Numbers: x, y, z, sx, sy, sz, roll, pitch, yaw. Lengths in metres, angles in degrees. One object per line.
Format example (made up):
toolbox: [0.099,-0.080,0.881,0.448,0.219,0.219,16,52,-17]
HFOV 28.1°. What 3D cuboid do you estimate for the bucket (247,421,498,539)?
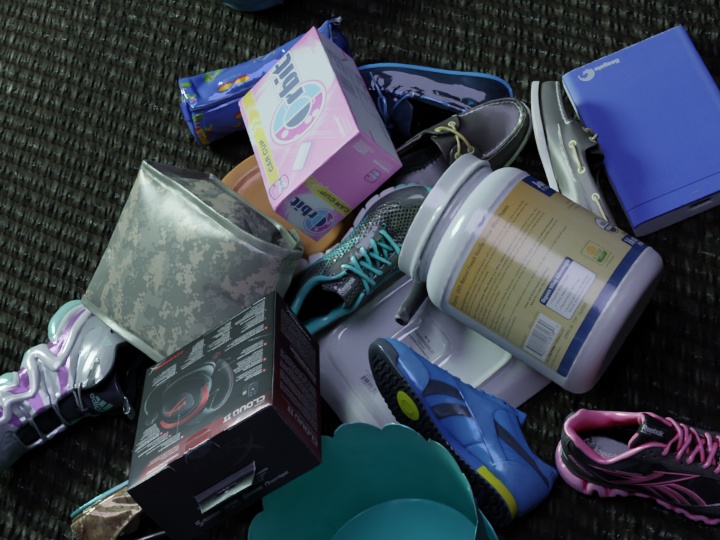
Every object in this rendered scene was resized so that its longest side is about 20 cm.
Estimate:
bucket: [0.018,0.242,1.183,0.206,0.135,0.208,-9,57,14]

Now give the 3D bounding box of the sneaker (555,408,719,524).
sneaker: [0.255,0.151,1.181,0.199,0.096,0.079,4,58,17]

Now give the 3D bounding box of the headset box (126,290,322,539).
headset box: [-0.112,0.127,1.210,0.148,0.075,0.200,-32,26,14]

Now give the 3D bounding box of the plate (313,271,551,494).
plate: [0.057,0.077,1.338,0.200,0.032,0.200,-37,55,-5]

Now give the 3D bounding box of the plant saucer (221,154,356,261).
plant saucer: [-0.077,-0.054,1.466,0.199,0.038,0.201,-9,57,15]

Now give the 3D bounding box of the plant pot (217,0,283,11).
plant pot: [-0.132,-0.381,1.631,0.199,0.134,0.201,-9,57,15]

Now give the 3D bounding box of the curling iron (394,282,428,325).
curling iron: [0.089,-0.018,1.355,0.049,0.026,0.200,20,48,29]

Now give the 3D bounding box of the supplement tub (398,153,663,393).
supplement tub: [0.147,-0.001,1.257,0.199,0.145,0.145,33,73,14]

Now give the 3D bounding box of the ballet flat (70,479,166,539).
ballet flat: [-0.172,0.202,1.332,0.199,0.071,0.065,-35,81,-1]

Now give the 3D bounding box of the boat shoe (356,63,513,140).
boat shoe: [0.054,-0.167,1.462,0.199,0.084,0.069,0,57,22]

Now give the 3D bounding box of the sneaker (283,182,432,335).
sneaker: [0.000,0.000,1.343,0.200,0.078,0.091,-40,17,20]

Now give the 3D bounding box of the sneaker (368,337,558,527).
sneaker: [0.089,0.128,1.254,0.078,0.066,0.200,-36,75,-25]

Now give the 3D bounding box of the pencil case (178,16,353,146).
pencil case: [-0.099,-0.200,1.536,0.199,0.087,0.078,-20,87,8]

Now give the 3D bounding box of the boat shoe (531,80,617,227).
boat shoe: [0.205,-0.098,1.371,0.060,0.072,0.203,-16,62,14]

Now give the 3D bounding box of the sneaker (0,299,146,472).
sneaker: [-0.278,0.128,1.397,0.139,0.078,0.201,20,68,30]

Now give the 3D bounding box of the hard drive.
hard drive: [0.291,-0.138,1.394,0.131,0.025,0.201,-22,55,5]

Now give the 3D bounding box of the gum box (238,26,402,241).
gum box: [-0.045,-0.139,1.407,0.113,0.066,0.200,-41,40,17]

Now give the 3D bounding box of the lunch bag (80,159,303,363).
lunch bag: [-0.146,0.011,1.372,0.200,0.117,0.165,35,106,35]

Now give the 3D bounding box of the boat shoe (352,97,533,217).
boat shoe: [0.080,-0.105,1.392,0.201,0.061,0.072,-35,70,1]
